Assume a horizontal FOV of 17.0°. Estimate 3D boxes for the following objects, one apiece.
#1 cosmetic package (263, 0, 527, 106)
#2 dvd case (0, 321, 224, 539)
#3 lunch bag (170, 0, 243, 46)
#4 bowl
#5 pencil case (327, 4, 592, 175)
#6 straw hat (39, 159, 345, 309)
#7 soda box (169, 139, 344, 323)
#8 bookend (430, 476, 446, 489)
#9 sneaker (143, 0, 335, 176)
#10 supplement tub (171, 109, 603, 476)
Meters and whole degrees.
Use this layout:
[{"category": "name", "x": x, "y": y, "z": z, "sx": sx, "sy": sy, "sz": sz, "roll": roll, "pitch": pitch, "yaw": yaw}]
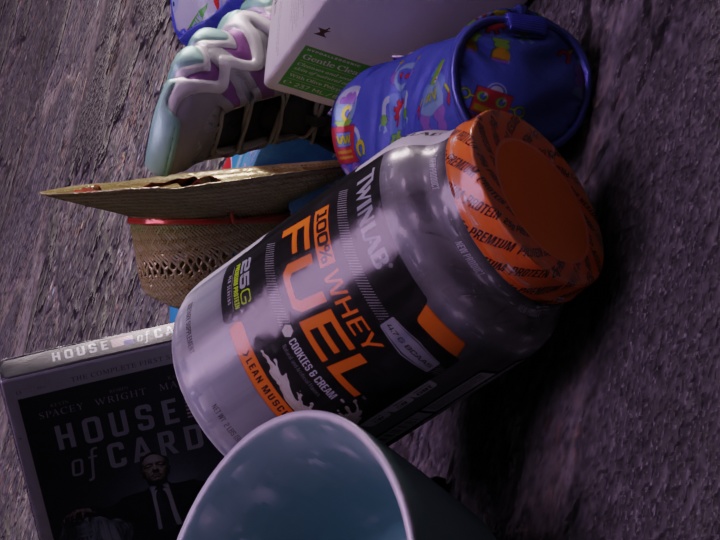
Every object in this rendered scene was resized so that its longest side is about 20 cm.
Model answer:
[{"category": "cosmetic package", "x": 0.029, "y": -0.173, "z": 1.377, "sx": 0.200, "sy": 0.107, "sz": 0.085, "roll": 131, "pitch": 149, "yaw": -57}, {"category": "dvd case", "x": -0.114, "y": 0.120, "z": 1.372, "sx": 0.025, "sy": 0.149, "sz": 0.201, "roll": -111, "pitch": 10, "yaw": -54}, {"category": "lunch bag", "x": -0.064, "y": -0.259, "z": 1.712, "sx": 0.170, "sy": 0.123, "sz": 0.201, "roll": -21, "pitch": 48, "yaw": 68}, {"category": "bowl", "x": 0.001, "y": 0.173, "z": 1.129, "sx": 0.200, "sy": 0.104, "sz": 0.202, "roll": -22, "pitch": 61, "yaw": 48}, {"category": "pencil case", "x": 0.050, "y": -0.087, "z": 1.285, "sx": 0.200, "sy": 0.077, "sz": 0.088, "roll": 164, "pitch": 109, "yaw": -69}, {"category": "straw hat", "x": -0.090, "y": -0.016, "z": 1.454, "sx": 0.201, "sy": 0.199, "sz": 0.086, "roll": -174, "pitch": 78, "yaw": -72}, {"category": "soda box", "x": -0.064, "y": -0.036, "z": 1.609, "sx": 0.064, "sy": 0.067, "sz": 0.201, "roll": -98, "pitch": 29, "yaw": -51}, {"category": "bookend", "x": -0.073, "y": 0.189, "z": 1.237, "sx": 0.092, "sy": 0.199, "sz": 0.200, "roll": 145, "pitch": 137, "yaw": -63}, {"category": "sneaker", "x": -0.037, "y": -0.100, "z": 1.467, "sx": 0.200, "sy": 0.139, "sz": 0.078, "roll": -55, "pitch": -13, "yaw": -47}, {"category": "supplement tub", "x": 0.013, "y": 0.014, "z": 1.174, "sx": 0.200, "sy": 0.122, "sz": 0.123, "roll": -35, "pitch": 37, "yaw": 30}]
